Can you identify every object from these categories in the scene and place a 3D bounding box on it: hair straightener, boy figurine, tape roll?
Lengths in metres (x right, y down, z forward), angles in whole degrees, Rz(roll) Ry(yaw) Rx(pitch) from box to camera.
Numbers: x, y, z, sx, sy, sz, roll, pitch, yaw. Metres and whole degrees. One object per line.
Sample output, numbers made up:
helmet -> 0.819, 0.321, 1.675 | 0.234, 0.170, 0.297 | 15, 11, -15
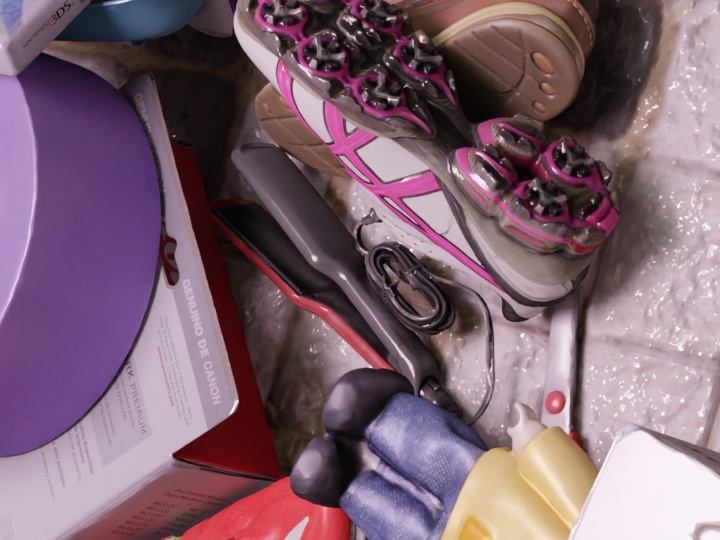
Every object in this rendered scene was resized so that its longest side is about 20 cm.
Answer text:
hair straightener -> 0.000, 0.000, 1.203 | 0.200, 0.041, 0.077 | 49, 127, 35
boy figurine -> 0.060, 0.125, 1.096 | 0.200, 0.064, 0.125 | 36, 102, 34
tape roll -> -0.195, -0.015, 1.237 | 0.199, 0.085, 0.202 | -13, 70, 38

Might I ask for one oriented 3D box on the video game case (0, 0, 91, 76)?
video game case -> -0.184, -0.171, 1.246 | 0.199, 0.022, 0.183 | 13, 50, 37

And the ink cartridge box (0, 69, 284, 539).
ink cartridge box -> -0.116, 0.032, 1.267 | 0.175, 0.084, 0.201 | -34, 58, 30

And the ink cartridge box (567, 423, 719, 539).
ink cartridge box -> 0.180, 0.136, 0.928 | 0.144, 0.199, 0.084 | 30, 95, 40

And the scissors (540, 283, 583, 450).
scissors -> 0.082, 0.073, 1.146 | 0.073, 0.014, 0.202 | -22, 66, 34

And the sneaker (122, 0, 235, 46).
sneaker -> -0.066, -0.197, 1.316 | 0.199, 0.080, 0.147 | -24, 78, 20

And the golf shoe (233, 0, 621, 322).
golf shoe -> 0.017, -0.052, 1.142 | 0.200, 0.073, 0.092 | 39, 136, 9

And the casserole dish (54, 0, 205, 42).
casserole dish -> -0.137, -0.156, 1.256 | 0.199, 0.039, 0.122 | 3, 47, 31

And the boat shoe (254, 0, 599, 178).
boat shoe -> 0.034, -0.096, 1.209 | 0.199, 0.072, 0.068 | -14, 34, 44

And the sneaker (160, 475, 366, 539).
sneaker -> -0.083, 0.154, 1.208 | 0.199, 0.085, 0.077 | -33, 59, 27
